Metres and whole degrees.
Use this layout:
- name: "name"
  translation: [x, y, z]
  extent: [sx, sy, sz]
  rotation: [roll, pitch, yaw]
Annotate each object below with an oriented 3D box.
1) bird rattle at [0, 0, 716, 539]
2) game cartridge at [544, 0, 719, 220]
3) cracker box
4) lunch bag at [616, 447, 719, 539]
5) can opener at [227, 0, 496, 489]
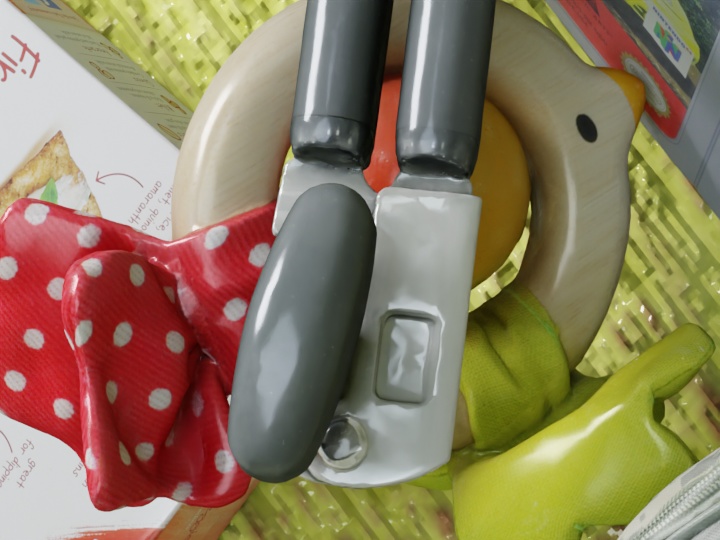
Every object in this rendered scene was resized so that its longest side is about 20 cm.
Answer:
- name: "bird rattle"
  translation: [0.000, 0.000, 0.811]
  extent: [0.199, 0.113, 0.164]
  rotation: [16, 85, -7]
- name: "game cartridge"
  translation: [0.076, -0.098, 0.797]
  extent: [0.041, 0.133, 0.200]
  rotation: [-33, 75, -16]
- name: "cracker box"
  translation: [-0.106, -0.003, 0.907]
  extent: [0.200, 0.058, 0.134]
  rotation: [40, 103, 16]
- name: "lunch bag"
  translation: [0.144, 0.088, 0.731]
  extent: [0.167, 0.200, 0.140]
  rotation: [-22, 84, 19]
- name: "can opener"
  translation: [0.008, -0.043, 0.738]
  extent: [0.052, 0.066, 0.201]
  rotation: [7, 77, 6]
